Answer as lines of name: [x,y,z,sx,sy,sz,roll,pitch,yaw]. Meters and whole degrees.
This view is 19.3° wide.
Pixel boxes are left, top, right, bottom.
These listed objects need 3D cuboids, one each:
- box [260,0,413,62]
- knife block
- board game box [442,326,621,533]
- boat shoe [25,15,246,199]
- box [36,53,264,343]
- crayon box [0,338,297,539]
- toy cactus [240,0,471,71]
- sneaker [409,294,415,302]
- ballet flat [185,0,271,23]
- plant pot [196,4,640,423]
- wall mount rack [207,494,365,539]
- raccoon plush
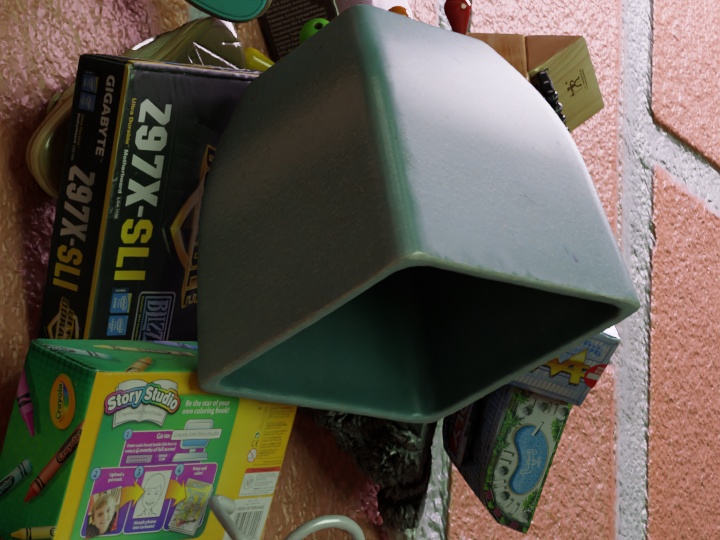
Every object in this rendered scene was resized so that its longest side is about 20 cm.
box: [-0.011,-0.169,1.562,0.100,0.075,0.200,-26,99,-53]
knife block: [0.091,-0.116,1.618,0.175,0.200,0.064,-34,117,-32]
board game box: [0.108,0.065,1.438,0.062,0.200,0.200,17,97,-11]
boat shoe: [-0.153,-0.105,1.373,0.201,0.063,0.073,-47,124,-42]
box: [-0.120,-0.031,1.332,0.160,0.049,0.201,1,101,-51]
crayon box: [-0.127,0.106,1.291,0.200,0.058,0.119,4,104,-53]
toy cactus: [0.001,-0.097,1.471,0.200,0.102,0.165,-22,106,-13]
sneaker: [0.000,0.000,1.429,0.200,0.071,0.099,8,29,-22]
ballet flat: [-0.140,-0.239,1.390,0.200,0.068,0.072,34,11,-18]
plant pot: [0.019,-0.042,1.289,0.196,0.196,0.200,12,57,-40]
wall mount rack: [-0.062,0.224,1.322,0.174,0.075,0.200,33,99,-41]
raccoon plush: [-0.017,0.112,1.488,0.097,0.134,0.200,-62,162,-61]
